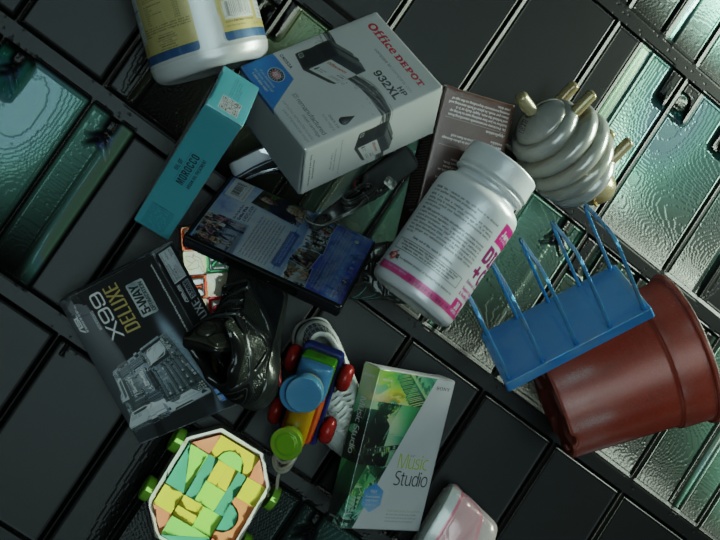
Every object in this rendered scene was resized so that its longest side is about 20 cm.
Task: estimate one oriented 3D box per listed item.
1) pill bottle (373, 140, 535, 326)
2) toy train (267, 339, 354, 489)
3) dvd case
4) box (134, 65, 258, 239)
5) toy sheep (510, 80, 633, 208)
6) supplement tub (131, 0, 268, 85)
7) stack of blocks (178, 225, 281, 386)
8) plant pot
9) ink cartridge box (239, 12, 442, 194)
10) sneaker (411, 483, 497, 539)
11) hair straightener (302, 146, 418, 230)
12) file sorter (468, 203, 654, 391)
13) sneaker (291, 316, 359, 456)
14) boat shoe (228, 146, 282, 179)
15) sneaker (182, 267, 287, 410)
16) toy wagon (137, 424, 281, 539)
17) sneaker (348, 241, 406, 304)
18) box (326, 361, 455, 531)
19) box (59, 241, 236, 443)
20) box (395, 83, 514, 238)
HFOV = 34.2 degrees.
[{"bbox_3d":[0.114,-0.045,1.391,0.113,0.113,0.201,36,86,-13],"label":"pill bottle"},{"bbox_3d":[-0.078,0.193,1.376,0.083,0.116,0.203,20,105,4],"label":"toy train"},{"bbox_3d":[-0.092,-0.032,1.369,0.198,0.143,0.018,25,129,3],"label":"dvd case"},{"bbox_3d":[-0.190,-0.133,1.348,0.049,0.083,0.200,30,130,-13],"label":"box"},{"bbox_3d":[0.258,-0.157,1.480,0.138,0.138,0.200,-48,114,-6],"label":"toy sheep"},{"bbox_3d":[-0.197,-0.329,1.357,0.143,0.145,0.203,-16,97,-11],"label":"supplement tub"},{"bbox_3d":[-0.160,0.043,1.434,0.113,0.059,0.204,-4,95,-13],"label":"stack of blocks"},{"bbox_3d":[0.328,0.134,1.495,0.193,0.201,0.204,-21,98,-2],"label":"plant pot"},{"bbox_3d":[-0.025,-0.201,1.384,0.198,0.084,0.146,-27,63,-24],"label":"ink cartridge box"},{"bbox_3d":[0.103,0.386,1.507,0.104,0.075,0.201,36,81,-7],"label":"sneaker"},{"bbox_3d":[0.005,-0.102,1.409,0.199,0.077,0.041,-33,95,-41],"label":"hair straightener"},{"bbox_3d":[0.232,0.026,1.449,0.198,0.139,0.124,-28,113,4],"label":"file sorter"},{"bbox_3d":[-0.031,0.158,1.461,0.076,0.080,0.202,-27,100,-11],"label":"sneaker"},{"bbox_3d":[-0.062,-0.137,1.443,0.197,0.072,0.069,-19,96,-18],"label":"boat shoe"},{"bbox_3d":[-0.141,0.048,1.327,0.114,0.075,0.203,33,54,-53],"label":"sneaker"},{"bbox_3d":[-0.198,0.296,1.451,0.154,0.040,0.202,33,86,-13],"label":"toy wagon"},{"bbox_3d":[0.000,0.000,1.461,0.197,0.079,0.077,6,86,-19],"label":"sneaker"},{"bbox_3d":[0.040,0.224,1.471,0.143,0.036,0.203,13,90,-44],"label":"box"},{"bbox_3d":[-0.242,0.087,1.382,0.156,0.050,0.202,-23,101,27],"label":"box"},{"bbox_3d":[0.119,-0.122,1.482,0.099,0.075,0.203,14,89,-14],"label":"box"}]
